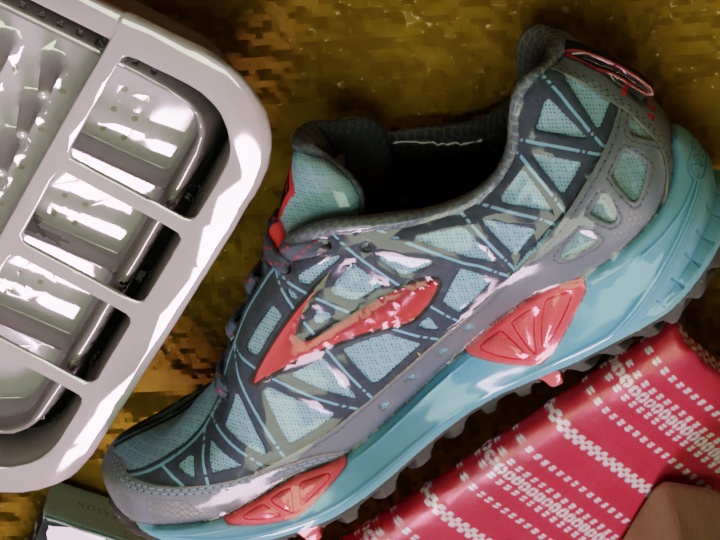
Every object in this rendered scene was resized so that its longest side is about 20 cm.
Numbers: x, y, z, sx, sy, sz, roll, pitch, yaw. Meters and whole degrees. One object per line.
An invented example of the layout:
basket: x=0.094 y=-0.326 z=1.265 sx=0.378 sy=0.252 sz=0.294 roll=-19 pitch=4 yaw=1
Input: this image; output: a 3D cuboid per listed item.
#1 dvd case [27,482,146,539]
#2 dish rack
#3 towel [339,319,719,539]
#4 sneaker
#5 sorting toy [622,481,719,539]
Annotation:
dvd case: x=-0.065 y=0.166 z=0.975 sx=0.146 sy=0.022 sz=0.200 roll=19 pitch=126 yaw=-8
dish rack: x=-0.139 y=-0.038 z=0.821 sx=0.200 sy=0.044 sz=0.172 roll=25 pitch=125 yaw=-12
towel: x=0.048 y=0.098 z=0.874 sx=0.200 sy=0.022 sz=0.145 roll=-35 pitch=136 yaw=19
sneaker: x=0.000 y=0.000 z=0.822 sx=0.200 sy=0.079 sz=0.096 roll=-33 pitch=113 yaw=15
sorting toy: x=0.098 y=0.200 z=0.830 sx=0.070 sy=0.200 sz=0.199 roll=8 pitch=133 yaw=-20
